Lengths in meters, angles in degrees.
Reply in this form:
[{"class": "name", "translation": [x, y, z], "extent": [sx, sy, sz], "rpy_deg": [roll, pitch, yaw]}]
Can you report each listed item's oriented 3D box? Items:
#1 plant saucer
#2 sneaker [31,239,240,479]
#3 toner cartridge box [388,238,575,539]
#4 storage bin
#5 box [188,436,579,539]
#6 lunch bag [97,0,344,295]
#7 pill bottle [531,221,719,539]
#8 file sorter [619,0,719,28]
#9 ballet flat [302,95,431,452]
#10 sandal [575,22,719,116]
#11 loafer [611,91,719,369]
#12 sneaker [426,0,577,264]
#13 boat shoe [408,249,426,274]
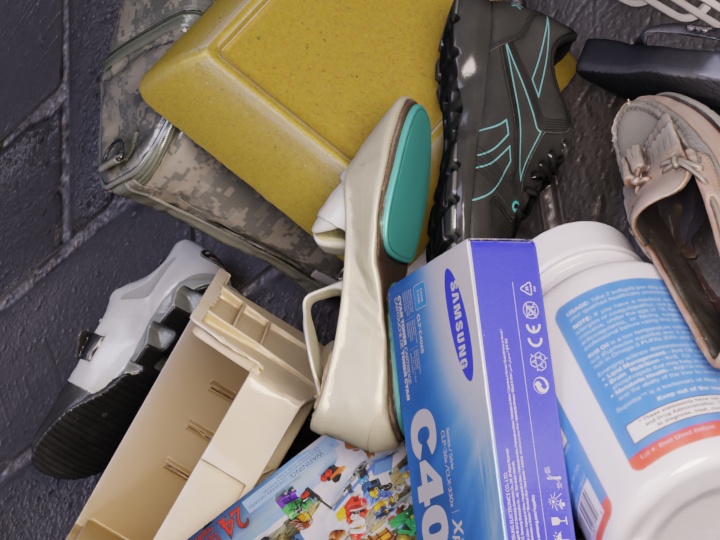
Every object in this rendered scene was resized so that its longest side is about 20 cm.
[{"class": "plant saucer", "translation": [0.002, -0.125, 1.321], "extent": [0.200, 0.200, 0.049], "rpy_deg": [-49, -10, -19]}, {"class": "sneaker", "translation": [-0.164, 0.063, 1.575], "extent": [0.200, 0.074, 0.089], "rpy_deg": [-45, 39, 11]}, {"class": "toner cartridge box", "translation": [0.062, 0.093, 1.123], "extent": [0.095, 0.043, 0.202], "rpy_deg": [-33, 60, 59]}, {"class": "storage bin", "translation": [-0.107, 0.122, 1.370], "extent": [0.201, 0.093, 0.199], "rpy_deg": [-59, 2, 8]}, {"class": "box", "translation": [0.016, 0.142, 1.221], "extent": [0.199, 0.038, 0.137], "rpy_deg": [-37, 46, -6]}, {"class": "lunch bag", "translation": [-0.068, -0.090, 1.431], "extent": [0.139, 0.199, 0.169], "rpy_deg": [-16, 55, 50]}, {"class": "pill bottle", "translation": [0.142, 0.066, 1.138], "extent": [0.112, 0.112, 0.201], "rpy_deg": [-49, 39, 22]}, {"class": "file sorter", "translation": [0.177, -0.217, 1.243], "extent": [0.200, 0.124, 0.140], "rpy_deg": [29, 95, 55]}, {"class": "ballet flat", "translation": [0.000, 0.000, 1.226], "extent": [0.069, 0.069, 0.202], "rpy_deg": [-14, 67, 48]}, {"class": "sandal", "translation": [0.180, -0.115, 1.204], "extent": [0.200, 0.076, 0.043], "rpy_deg": [22, 88, 63]}, {"class": "loafer", "translation": [0.170, -0.023, 1.124], "extent": [0.201, 0.062, 0.072], "rpy_deg": [63, 144, 42]}, {"class": "sneaker", "translation": [0.081, -0.063, 1.243], "extent": [0.075, 0.079, 0.202], "rpy_deg": [123, 154, -70]}, {"class": "boat shoe", "translation": [0.035, -0.033, 1.355], "extent": [0.074, 0.086, 0.204], "rpy_deg": [-28, 49, 41]}]
